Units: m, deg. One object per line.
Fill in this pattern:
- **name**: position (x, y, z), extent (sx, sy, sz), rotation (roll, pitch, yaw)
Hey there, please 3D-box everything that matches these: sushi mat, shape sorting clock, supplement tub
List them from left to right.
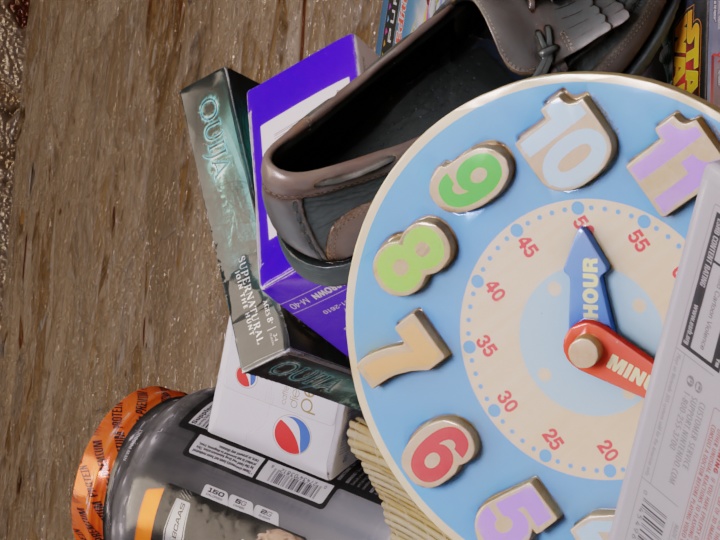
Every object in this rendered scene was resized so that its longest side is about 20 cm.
- **supplement tub**: position (-0.036, 0.131, 1.433), extent (0.199, 0.122, 0.123), rotation (18, 106, 31)
- **sushi mat**: position (0.030, 0.115, 1.238), extent (0.200, 0.012, 0.096), rotation (-171, 59, -79)
- **shape sorting clock**: position (0.086, 0.026, 1.087), extent (0.039, 0.199, 0.201), rotation (-27, -51, -69)

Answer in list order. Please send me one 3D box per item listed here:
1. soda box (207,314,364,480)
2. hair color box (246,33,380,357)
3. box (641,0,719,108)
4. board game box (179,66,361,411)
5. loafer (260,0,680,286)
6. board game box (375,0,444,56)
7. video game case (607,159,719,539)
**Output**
- **soda box**: position (0.003, 0.031, 1.418), extent (0.200, 0.068, 0.064), rotation (-33, -42, -62)
- **hair color box**: position (0.034, 0.000, 1.265), extent (0.065, 0.200, 0.110), rotation (-27, 47, 26)
- **box**: position (0.131, -0.032, 1.204), extent (0.137, 0.040, 0.201), rotation (145, 130, -70)
- **board game box**: position (0.000, 0.000, 1.308), extent (0.028, 0.200, 0.136), rotation (-26, 65, 26)
- **loafer**: position (0.045, -0.075, 1.141), extent (0.072, 0.200, 0.063), rotation (40, 166, 38)
- **board game box**: position (0.052, -0.109, 1.523), extent (0.200, 0.047, 0.152), rotation (-142, 59, -73)
- **video game case**: position (0.153, 0.089, 0.992), extent (0.182, 0.023, 0.201), rotation (40, 124, 49)
